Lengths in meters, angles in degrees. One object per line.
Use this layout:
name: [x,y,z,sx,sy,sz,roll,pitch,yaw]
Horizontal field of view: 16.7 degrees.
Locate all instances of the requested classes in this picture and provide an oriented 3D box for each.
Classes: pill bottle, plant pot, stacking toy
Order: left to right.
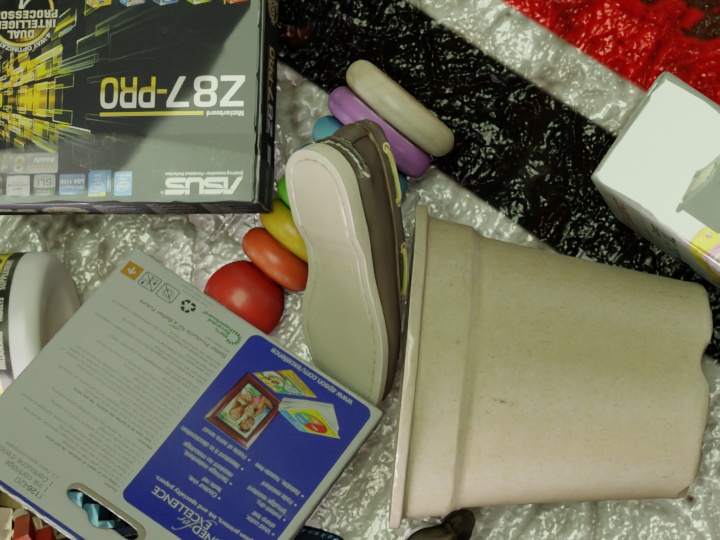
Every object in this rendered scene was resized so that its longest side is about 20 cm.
pill bottle: [-0.292,0.049,1.616,0.200,0.112,0.113,-5,79,10]
stacking toy: [-0.032,-0.038,1.606,0.085,0.085,0.200,42,96,15]
plant pot: [0.116,0.068,1.506,0.183,0.200,0.201,6,80,1]

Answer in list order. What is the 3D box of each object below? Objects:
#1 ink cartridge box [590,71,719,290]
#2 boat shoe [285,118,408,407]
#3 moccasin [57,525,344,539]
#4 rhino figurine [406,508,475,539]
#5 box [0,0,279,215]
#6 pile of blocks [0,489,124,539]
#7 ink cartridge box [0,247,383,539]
ink cartridge box: [0.249,-0.022,1.506,0.200,0.146,0.083,36,90,16]
boat shoe: [0.000,0.000,1.555,0.072,0.200,0.060,18,40,37]
moccasin: [-0.100,0.194,1.547,0.200,0.068,0.081,-5,72,-12]
rhino figurine: [0.027,0.246,1.528,0.060,0.087,0.200,24,95,18]
box: [-0.154,-0.117,1.590,0.200,0.049,0.161,1,82,11]
pile of blocks: [-0.212,0.158,1.606,0.200,0.062,0.082,36,88,15]
ink cartridge box: [-0.120,0.108,1.523,0.198,0.047,0.200,34,57,8]
